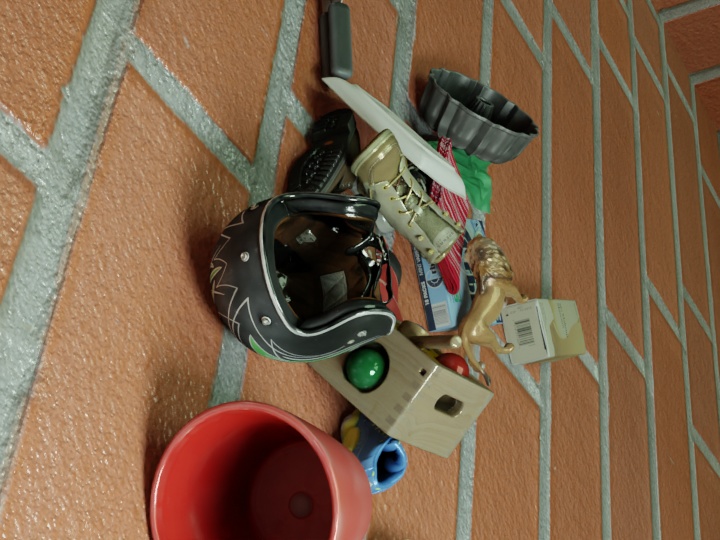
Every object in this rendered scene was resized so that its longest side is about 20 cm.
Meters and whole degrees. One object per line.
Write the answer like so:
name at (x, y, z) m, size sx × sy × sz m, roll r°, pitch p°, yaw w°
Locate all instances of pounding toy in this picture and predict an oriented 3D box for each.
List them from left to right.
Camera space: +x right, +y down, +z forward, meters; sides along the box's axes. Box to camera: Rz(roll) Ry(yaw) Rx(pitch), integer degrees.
pounding toy at (0.058, 0.114, 1.522) m, size 0.184 × 0.142 × 0.200 m, roll 38°, pitch 4°, yaw 35°

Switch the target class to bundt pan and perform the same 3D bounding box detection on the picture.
bundt pan at (0.180, -0.238, 2.027) m, size 0.202 × 0.076 × 0.202 m, roll 24°, pitch 24°, yaw -12°

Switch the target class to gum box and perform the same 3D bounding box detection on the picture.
gum box at (0.147, 0.005, 1.953) m, size 0.200 × 0.044 × 0.170 m, roll 3°, pitch 74°, yaw -63°

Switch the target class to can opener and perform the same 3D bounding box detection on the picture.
can opener at (-0.046, -0.348, 1.771) m, size 0.066 × 0.053 × 0.201 m, roll 3°, pitch 69°, yaw -26°

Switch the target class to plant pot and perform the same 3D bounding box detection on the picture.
plant pot at (-0.082, 0.232, 1.258) m, size 0.177 × 0.200 × 0.201 m, roll 22°, pitch 57°, yaw -70°

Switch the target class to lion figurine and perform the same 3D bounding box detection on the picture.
lion figurine at (0.181, 0.055, 1.868) m, size 0.122 × 0.072 × 0.200 m, roll 42°, pitch 52°, yaw -42°

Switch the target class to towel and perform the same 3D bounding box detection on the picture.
towel at (0.130, -0.081, 1.867) m, size 0.200 × 0.022 × 0.145 m, roll -78°, pitch 154°, yaw -42°

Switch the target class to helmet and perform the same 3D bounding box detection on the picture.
helmet at (-0.067, 0.008, 1.380) m, size 0.200 × 0.190 × 0.201 m, roll 175°, pitch -90°, yaw -82°

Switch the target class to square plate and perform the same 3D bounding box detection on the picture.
square plate at (0.055, -0.185, 1.749) m, size 0.200 × 0.028 × 0.198 m, roll 44°, pitch 9°, yaw 22°

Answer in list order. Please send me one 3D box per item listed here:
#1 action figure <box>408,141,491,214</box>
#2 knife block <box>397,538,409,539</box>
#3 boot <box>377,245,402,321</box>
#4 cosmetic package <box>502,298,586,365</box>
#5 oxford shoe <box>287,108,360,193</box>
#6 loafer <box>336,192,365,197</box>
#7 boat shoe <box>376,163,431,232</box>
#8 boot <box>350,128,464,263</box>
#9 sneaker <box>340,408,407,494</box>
action figure at (0.141, -0.159, 2.015) m, size 0.200 × 0.055 × 0.118 m, roll 11°, pitch 68°, yaw -54°
knife block at (0.090, 0.401, 1.618) m, size 0.176 × 0.064 × 0.200 m, roll -37°, pitch 109°, yaw -62°
boot at (0.000, 0.000, 1.651) m, size 0.200 × 0.072 × 0.145 m, roll 51°, pitch 33°, yaw -50°
cosmetic package at (0.317, 0.105, 2.199) m, size 0.200 × 0.071 × 0.105 m, roll 1°, pitch 76°, yaw -62°
oxford shoe at (-0.035, -0.126, 1.643) m, size 0.200 × 0.073 × 0.085 m, roll -63°, pitch 139°, yaw -50°
loafer at (-0.030, -0.060, 1.569) m, size 0.201 × 0.068 × 0.071 m, roll -23°, pitch 116°, yaw -73°
boat shoe at (0.071, -0.116, 1.845) m, size 0.071 × 0.064 × 0.200 m, roll 67°, pitch 28°, yaw -17°
boot at (0.062, -0.089, 1.619) m, size 0.155 × 0.072 × 0.200 m, roll 47°, pitch -8°, yaw 12°
sneaker at (0.022, 0.220, 1.533) m, size 0.076 × 0.105 × 0.200 m, roll 66°, pitch 29°, yaw -18°
